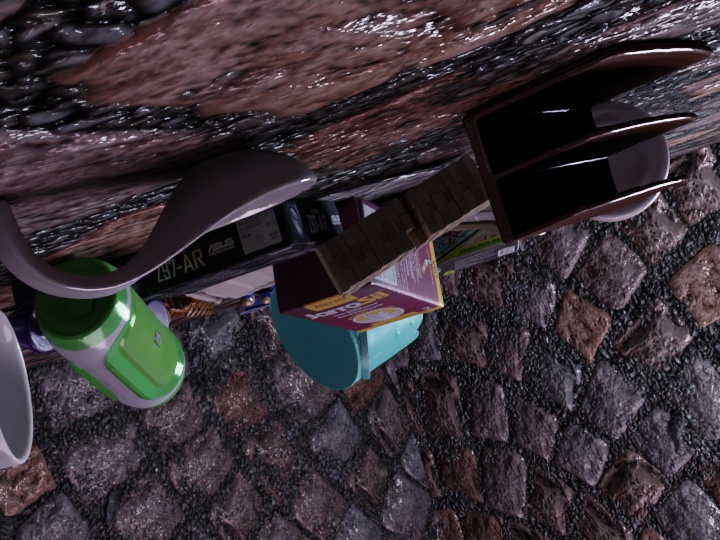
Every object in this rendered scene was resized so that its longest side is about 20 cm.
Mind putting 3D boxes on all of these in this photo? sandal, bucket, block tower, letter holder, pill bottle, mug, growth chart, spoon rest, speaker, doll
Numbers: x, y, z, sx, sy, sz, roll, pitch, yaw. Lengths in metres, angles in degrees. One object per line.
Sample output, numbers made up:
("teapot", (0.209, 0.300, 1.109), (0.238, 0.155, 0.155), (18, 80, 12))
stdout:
("sandal", (-0.274, 0.027, 0.907), (0.075, 0.044, 0.200), (-18, 178, 13))
("bucket", (-0.024, 0.059, 1.327), (0.134, 0.210, 0.206), (-37, -170, -35))
("block tower", (0.047, -0.046, 0.948), (0.198, 0.055, 0.058), (-32, 174, -15))
("letter holder", (0.200, -0.103, 0.719), (0.141, 0.103, 0.198), (-21, 176, 41))
("pill bottle", (0.261, -0.109, 0.964), (0.110, 0.115, 0.200), (-18, 179, 16))
("mug", (-0.418, 0.114, 0.884), (0.171, 0.151, 0.201), (-11, -152, -8))
("growth chart", (-0.158, 0.004, 1.167), (0.197, 0.018, 0.144), (-18, 156, 26))
("spoon rest", (-0.113, -0.027, 0.545), (0.197, 0.062, 0.099), (-16, 178, -32))
("speaker", (-0.223, 0.063, 0.848), (0.087, 0.090, 0.201), (-17, 155, -1))
("doll", (-0.169, 0.020, 1.755), (0.133, 0.050, 0.200), (-7, 168, -22))

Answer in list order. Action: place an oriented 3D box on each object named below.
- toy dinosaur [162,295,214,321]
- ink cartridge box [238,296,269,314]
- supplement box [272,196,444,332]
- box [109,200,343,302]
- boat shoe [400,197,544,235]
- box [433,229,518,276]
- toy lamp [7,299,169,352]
("toy dinosaur", (-0.272, 0.060, 1.141), (0.197, 0.104, 0.135), (19, 138, -30))
("ink cartridge box", (-0.300, 0.096, 3.054), (0.194, 0.048, 0.200), (-16, 176, -16))
("supplement box", (0.000, 0.000, 1.110), (0.129, 0.106, 0.199), (-17, 162, 27))
("box", (-0.130, -0.019, 0.937), (0.196, 0.044, 0.160), (-18, 178, 18))
("boat shoe", (0.137, -0.086, 1.160), (0.195, 0.070, 0.075), (4, -168, 21))
("box", (0.103, -0.049, 1.252), (0.196, 0.112, 0.035), (-18, 153, -2))
("toy lamp", (-0.305, 0.061, 1.017), (0.195, 0.060, 0.058), (-2, -176, 21))
